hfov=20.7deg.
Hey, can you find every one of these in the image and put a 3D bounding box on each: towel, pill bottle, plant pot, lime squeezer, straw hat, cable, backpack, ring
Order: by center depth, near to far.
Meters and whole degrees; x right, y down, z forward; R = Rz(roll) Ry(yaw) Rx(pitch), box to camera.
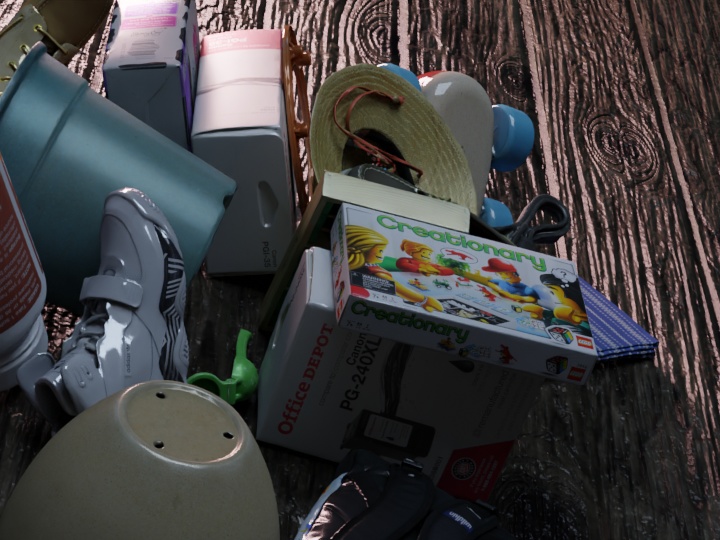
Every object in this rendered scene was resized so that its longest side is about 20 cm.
[{"bbox_3d":[-0.137,0.156,1.339,0.198,0.135,0.201,16,30,-10],"label":"plant pot"},{"bbox_3d":[0.016,0.223,1.339,0.162,0.155,0.200,30,9,6],"label":"backpack"},{"bbox_3d":[-0.292,-0.008,1.429,0.111,0.201,0.113,-6,43,6],"label":"pill bottle"},{"bbox_3d":[-0.126,0.085,1.563,0.070,0.038,0.199,34,32,22],"label":"lime squeezer"},{"bbox_3d":[-0.216,-0.048,1.588,0.195,0.201,0.201,28,29,-6],"label":"plant pot"},{"bbox_3d":[0.005,-0.072,1.728,0.200,0.085,0.203,19,61,-37],"label":"straw hat"},{"bbox_3d":[-0.049,-0.125,1.807,0.019,0.202,0.201,-7,31,3],"label":"ring"},{"bbox_3d":[0.168,0.048,1.838,0.199,0.024,0.145,-6,36,-41],"label":"towel"},{"bbox_3d":[0.139,-0.020,1.841,0.097,0.050,0.200,37,31,-5],"label":"cable"}]

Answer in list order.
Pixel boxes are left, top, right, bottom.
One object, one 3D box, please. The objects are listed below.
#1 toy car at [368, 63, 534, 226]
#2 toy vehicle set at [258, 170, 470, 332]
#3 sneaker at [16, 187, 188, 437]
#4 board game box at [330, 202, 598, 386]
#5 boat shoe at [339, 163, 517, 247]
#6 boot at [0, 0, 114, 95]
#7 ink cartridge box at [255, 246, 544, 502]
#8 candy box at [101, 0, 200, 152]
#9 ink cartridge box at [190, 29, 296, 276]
[{"bbox_3d":[0.030,-0.107,1.908,0.183,0.179,0.199,14,-2,-39],"label":"toy car"},{"bbox_3d":[0.000,0.000,1.625,0.123,0.201,0.027,13,53,-11],"label":"toy vehicle set"},{"bbox_3d":[-0.189,0.042,1.450,0.114,0.202,0.075,-7,2,-43],"label":"sneaker"},{"bbox_3d":[0.077,0.018,1.507,0.198,0.035,0.127,14,32,-13],"label":"board game box"},{"bbox_3d":[0.068,-0.031,1.658,0.201,0.060,0.073,37,42,-24],"label":"boat shoe"},{"bbox_3d":[-0.291,-0.173,1.737,0.073,0.199,0.156,43,21,-28],"label":"boot"},{"bbox_3d":[0.029,0.084,1.553,0.198,0.146,0.084,16,33,-9],"label":"ink cartridge box"},{"bbox_3d":[-0.181,-0.151,1.773,0.071,0.169,0.201,-4,32,0],"label":"candy box"},{"bbox_3d":[-0.102,-0.108,1.772,0.082,0.148,0.201,-3,31,1],"label":"ink cartridge box"}]
